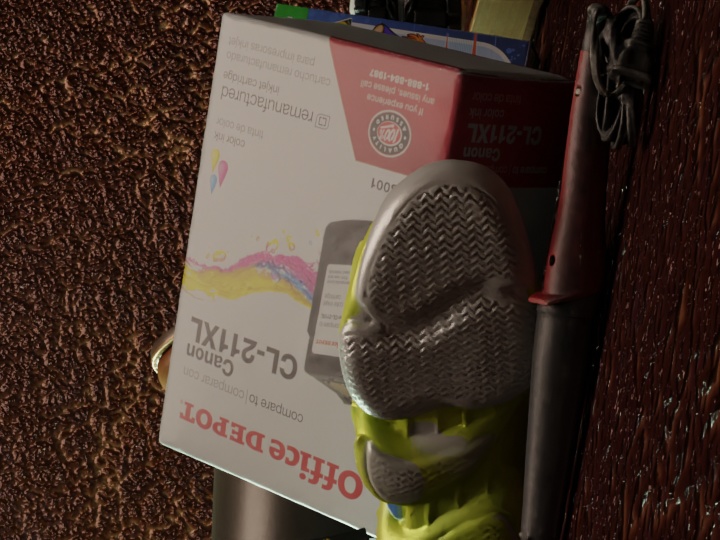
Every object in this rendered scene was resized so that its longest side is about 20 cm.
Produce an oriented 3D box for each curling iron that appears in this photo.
[{"bbox_3d":[0.072,0.005,0.743,0.050,0.025,0.202,-76,-4,-78],"label":"curling iron"}]

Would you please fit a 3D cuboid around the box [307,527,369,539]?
[{"bbox_3d":[0.002,0.189,0.780,0.200,0.049,0.161,-117,15,-86],"label":"box"}]

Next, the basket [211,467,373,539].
[{"bbox_3d":[-0.022,0.178,1.189,0.181,0.135,0.201,93,180,-54],"label":"basket"}]

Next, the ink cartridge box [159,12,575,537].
[{"bbox_3d":[0.000,0.000,0.956,0.082,0.145,0.202,-2,-75,-49],"label":"ink cartridge box"}]

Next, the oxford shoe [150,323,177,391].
[{"bbox_3d":[-0.026,0.051,1.122,0.071,0.199,0.072,36,-128,-52],"label":"oxford shoe"}]

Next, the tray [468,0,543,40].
[{"bbox_3d":[0.090,-0.227,1.152,0.099,0.037,0.201,102,177,-61],"label":"tray"}]

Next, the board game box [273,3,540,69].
[{"bbox_3d":[0.003,-0.023,1.074,0.034,0.134,0.202,44,-123,-73],"label":"board game box"}]

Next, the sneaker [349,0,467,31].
[{"bbox_3d":[0.034,-0.204,1.165,0.079,0.073,0.202,-71,-9,-71],"label":"sneaker"}]

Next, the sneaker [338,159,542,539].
[{"bbox_3d":[0.033,0.035,0.829,0.105,0.075,0.201,-77,-10,-60],"label":"sneaker"}]

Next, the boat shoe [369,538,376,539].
[{"bbox_3d":[0.008,0.216,0.958,0.071,0.069,0.202,110,169,-69],"label":"boat shoe"}]
